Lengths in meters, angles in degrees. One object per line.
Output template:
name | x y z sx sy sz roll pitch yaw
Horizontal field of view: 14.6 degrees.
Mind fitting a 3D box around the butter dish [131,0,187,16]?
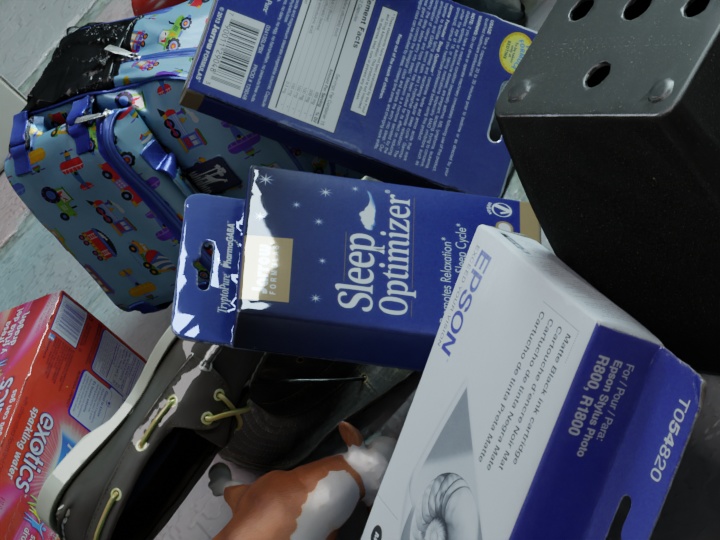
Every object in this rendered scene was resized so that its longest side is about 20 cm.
butter dish | -0.091 -0.233 1.961 0.199 0.148 0.200 -22 39 35

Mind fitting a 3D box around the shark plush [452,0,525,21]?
shark plush | 0.029 -0.184 1.739 0.083 0.200 0.091 -26 80 23

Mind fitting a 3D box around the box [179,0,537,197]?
box | 0.003 -0.120 1.683 0.032 0.200 0.121 128 161 -68

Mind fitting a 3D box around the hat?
hat | -0.038 0.019 1.669 0.200 0.081 0.201 -32 32 24

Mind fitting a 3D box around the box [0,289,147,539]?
box | -0.212 0.126 1.746 0.095 0.100 0.200 -20 41 39

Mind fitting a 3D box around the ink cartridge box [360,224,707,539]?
ink cartridge box | 0.078 0.101 1.392 0.200 0.041 0.200 42 115 60

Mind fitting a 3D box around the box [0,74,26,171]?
box | -0.334 -0.135 2.220 0.095 0.078 0.200 -49 30 -2

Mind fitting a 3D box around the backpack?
backpack | -0.096 -0.077 1.757 0.200 0.183 0.135 -12 36 38

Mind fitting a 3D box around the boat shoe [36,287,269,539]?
boat shoe | -0.098 0.084 1.588 0.061 0.072 0.201 43 97 31

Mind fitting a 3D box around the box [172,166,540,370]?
box | 0.000 0.000 1.545 0.121 0.200 0.032 -88 6 -47

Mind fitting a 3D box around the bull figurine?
bull figurine | -0.058 0.161 1.548 0.200 0.065 0.121 -54 23 -21

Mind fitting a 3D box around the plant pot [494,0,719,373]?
plant pot | 0.189 -0.078 1.403 0.200 0.177 0.200 5 57 55
